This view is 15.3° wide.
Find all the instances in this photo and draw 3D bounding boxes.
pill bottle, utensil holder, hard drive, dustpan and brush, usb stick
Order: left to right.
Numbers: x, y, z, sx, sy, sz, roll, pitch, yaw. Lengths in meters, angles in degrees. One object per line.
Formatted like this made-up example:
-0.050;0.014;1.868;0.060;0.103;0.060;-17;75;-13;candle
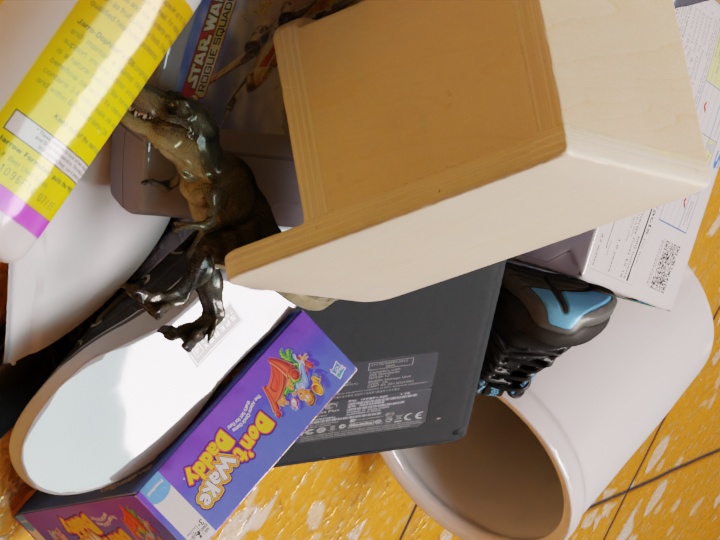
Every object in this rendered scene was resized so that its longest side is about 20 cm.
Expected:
-0.135;-0.110;1.163;0.200;0.104;0.104;-55;158;-5;pill bottle
-0.142;0.014;1.406;0.200;0.033;0.056;-45;148;-28;usb stick
-0.119;-0.052;1.355;0.200;0.057;0.140;-27;137;-40;dustpan and brush
0.004;0.040;1.516;0.139;0.033;0.200;-7;146;-11;hard drive
0.130;0.072;1.870;0.200;0.170;0.170;-44;154;-35;utensil holder

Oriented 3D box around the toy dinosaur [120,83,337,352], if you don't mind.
-0.068;-0.006;1.288;0.088;0.047;0.200;-50;140;-9;toy dinosaur

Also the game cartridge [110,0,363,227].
-0.046;-0.115;1.290;0.133;0.042;0.201;1;116;-44;game cartridge

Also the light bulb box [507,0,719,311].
0.145;-0.091;1.694;0.200;0.124;0.199;18;90;-67;light bulb box

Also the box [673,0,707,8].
0.153;-0.245;1.464;0.200;0.196;0.118;-18;137;-57;box

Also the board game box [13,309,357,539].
-0.098;0.094;1.440;0.135;0.045;0.200;-48;-167;-23;board game box

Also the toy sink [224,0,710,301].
0.039;-0.069;1.257;0.200;0.112;0.130;-20;163;34;toy sink

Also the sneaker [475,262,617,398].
0.099;0.040;1.588;0.200;0.073;0.082;-178;-76;-82;sneaker

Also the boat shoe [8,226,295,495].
-0.105;0.039;1.359;0.200;0.057;0.069;-41;122;-25;boat shoe
